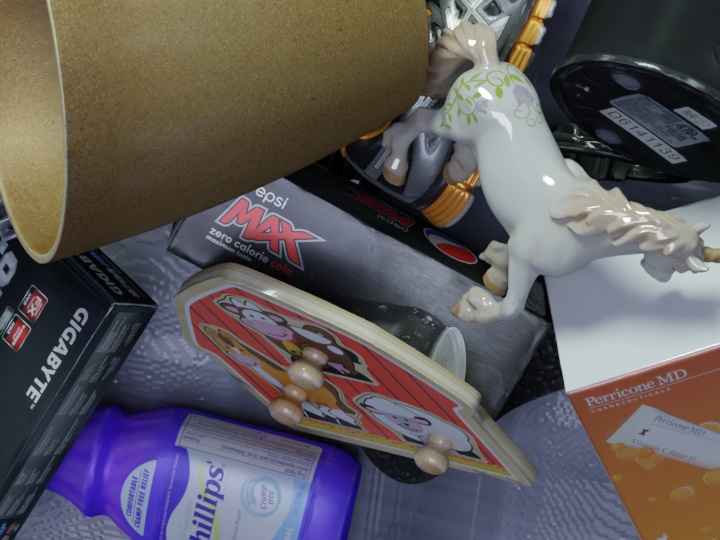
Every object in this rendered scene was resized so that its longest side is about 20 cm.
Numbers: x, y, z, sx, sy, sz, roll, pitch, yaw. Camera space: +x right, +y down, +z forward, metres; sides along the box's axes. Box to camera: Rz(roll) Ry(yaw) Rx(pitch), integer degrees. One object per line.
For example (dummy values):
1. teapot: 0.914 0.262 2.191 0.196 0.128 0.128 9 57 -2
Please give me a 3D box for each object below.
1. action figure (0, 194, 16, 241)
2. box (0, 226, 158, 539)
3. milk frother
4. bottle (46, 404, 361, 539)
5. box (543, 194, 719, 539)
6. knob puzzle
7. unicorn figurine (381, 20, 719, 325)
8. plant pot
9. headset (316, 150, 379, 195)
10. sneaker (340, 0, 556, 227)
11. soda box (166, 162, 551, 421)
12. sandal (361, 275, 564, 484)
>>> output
1. action figure: -0.255 0.001 1.339 0.200 0.130 0.069 -40 57 1
2. box: -0.223 0.050 1.425 0.159 0.046 0.201 42 109 25
3. milk frother: 0.170 -0.140 1.314 0.180 0.199 0.189 39 67 -39
4. bottle: -0.102 0.121 1.451 0.198 0.065 0.084 15 111 4
5. box: 0.187 0.067 1.331 0.123 0.098 0.200 -18 136 13
6. knob puzzle: -0.022 0.058 1.336 0.218 0.220 0.031 27 72 0
7. unicorn figurine: 0.088 -0.035 1.245 0.200 0.074 0.137 51 139 -1
8. plant pot: -0.074 -0.110 1.226 0.198 0.186 0.188 -9 106 -19
9. headset: -0.044 -0.049 1.405 0.122 0.094 0.202 -3 91 3
10. sneaker: 0.054 -0.127 1.335 0.077 0.078 0.201 22 89 -6
11. soda box: 0.000 0.000 1.336 0.199 0.063 0.071 28 106 -7
12. sandal: 0.078 0.045 1.420 0.200 0.048 0.075 -36 99 28
